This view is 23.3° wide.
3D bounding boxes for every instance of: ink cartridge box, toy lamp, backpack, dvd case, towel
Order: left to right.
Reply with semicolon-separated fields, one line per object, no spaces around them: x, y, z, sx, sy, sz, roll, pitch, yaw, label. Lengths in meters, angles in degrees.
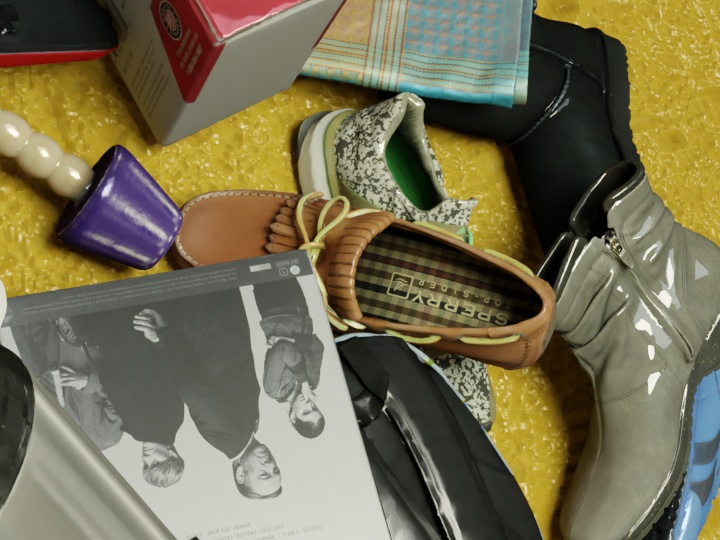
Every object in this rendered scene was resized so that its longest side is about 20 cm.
-0.175;-0.068;0.842;0.200;0.058;0.058;36;55;-16;toy lamp
-0.100;-0.184;0.864;0.083;0.146;0.201;-27;84;-21;ink cartridge box
-0.069;0.094;0.754;0.150;0.025;0.201;-9;67;-18;dvd case
0.002;-0.168;0.974;0.199;0.022;0.147;9;64;-4;towel
0.006;0.131;0.845;0.163;0.153;0.201;-29;103;-31;backpack

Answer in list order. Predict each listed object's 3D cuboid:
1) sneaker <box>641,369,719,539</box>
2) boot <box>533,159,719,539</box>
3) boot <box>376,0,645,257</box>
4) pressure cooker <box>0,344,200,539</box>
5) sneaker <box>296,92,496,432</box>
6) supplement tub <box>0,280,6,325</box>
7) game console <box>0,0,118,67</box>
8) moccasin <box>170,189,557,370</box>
0.195;0.114;1.022;0.078;0.066;0.201;32;56;-25;sneaker
0.131;0.049;0.965;0.130;0.068;0.201;33;78;-30;boot
0.084;-0.088;1.021;0.162;0.073;0.199;17;58;-30;boot
-0.135;0.138;0.605;0.179;0.175;0.200;-52;126;-26;pressure cooker
0.032;-0.006;0.939;0.077;0.089;0.201;-18;83;-39;sneaker
-0.256;-0.003;0.701;0.200;0.140;0.141;43;53;-13;supplement tub
-0.220;-0.178;0.825;0.176;0.031;0.201;-15;69;-51;game console
-0.001;0.002;0.878;0.200;0.078;0.074;21;77;11;moccasin
